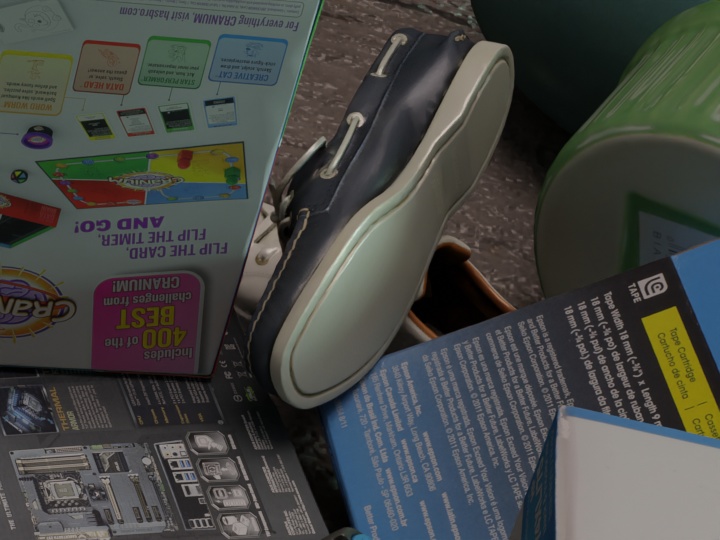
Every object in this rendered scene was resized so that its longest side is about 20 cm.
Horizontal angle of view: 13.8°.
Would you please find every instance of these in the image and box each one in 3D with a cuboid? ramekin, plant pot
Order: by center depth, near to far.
[{"bbox_3d":[0.171,-0.009,1.286,0.200,0.200,0.098,34,48,18],"label":"ramekin"},{"bbox_3d":[0.151,-0.142,1.444,0.161,0.201,0.200,27,37,30],"label":"plant pot"}]

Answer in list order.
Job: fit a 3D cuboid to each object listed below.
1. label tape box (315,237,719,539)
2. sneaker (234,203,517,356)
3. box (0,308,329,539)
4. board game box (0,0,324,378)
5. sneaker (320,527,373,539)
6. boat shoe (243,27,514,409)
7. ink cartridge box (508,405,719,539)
[{"bbox_3d":[0.093,0.078,1.179,0.199,0.063,0.145,-19,44,2],"label":"label tape box"},{"bbox_3d":[0.000,0.000,1.290,0.199,0.085,0.073,28,41,13],"label":"sneaker"},{"bbox_3d":[-0.116,0.061,1.193,0.157,0.051,0.200,-2,43,-26],"label":"box"},{"bbox_3d":[-0.109,-0.048,1.124,0.152,0.201,0.040,4,40,-19],"label":"board game box"},{"bbox_3d":[-0.031,0.192,1.067,0.073,0.082,0.201,43,42,-36],"label":"sneaker"},{"bbox_3d":[-0.002,-0.028,1.217,0.062,0.075,0.200,16,57,22],"label":"boat shoe"},{"bbox_3d":[0.109,0.179,1.023,0.146,0.201,0.146,13,37,-7],"label":"ink cartridge box"}]
